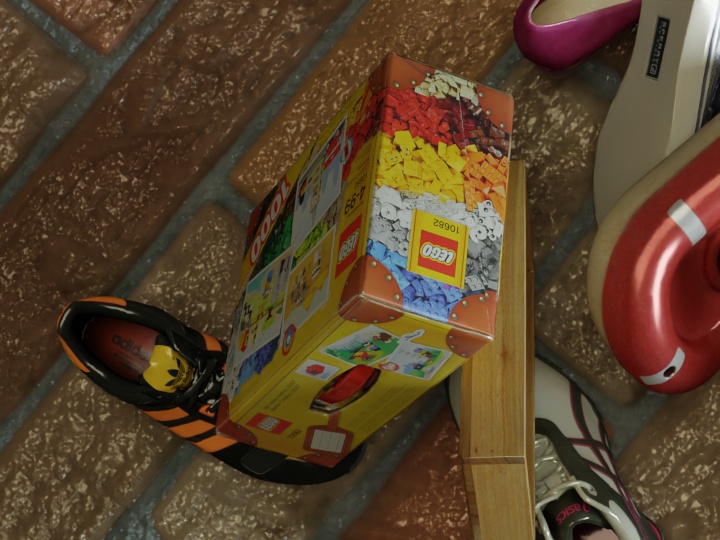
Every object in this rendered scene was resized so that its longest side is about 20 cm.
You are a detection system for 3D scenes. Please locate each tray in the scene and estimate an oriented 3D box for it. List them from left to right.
[{"bbox_3d":[0.077,0.047,1.026,0.037,0.099,0.200,-3,51,7],"label":"tray"}]

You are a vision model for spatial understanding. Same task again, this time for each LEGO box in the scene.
[{"bbox_3d":[0.000,0.000,1.016,0.077,0.200,0.149,18,59,-18],"label":"LEGO box"}]

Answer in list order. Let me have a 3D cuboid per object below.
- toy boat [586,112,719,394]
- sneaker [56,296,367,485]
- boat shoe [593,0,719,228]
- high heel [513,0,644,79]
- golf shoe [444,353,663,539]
[{"bbox_3d":[0.227,-0.006,1.028,0.200,0.131,0.131,-41,44,3],"label":"toy boat"},{"bbox_3d":[-0.094,0.072,1.106,0.200,0.090,0.070,25,87,12],"label":"sneaker"},{"bbox_3d":[0.205,-0.105,1.090,0.093,0.075,0.200,2,112,-28],"label":"boat shoe"},{"bbox_3d":[0.170,-0.194,1.095,0.200,0.096,0.067,-38,78,3],"label":"high heel"},{"bbox_3d":[0.116,0.119,1.066,0.077,0.088,0.200,-37,75,5],"label":"golf shoe"}]
